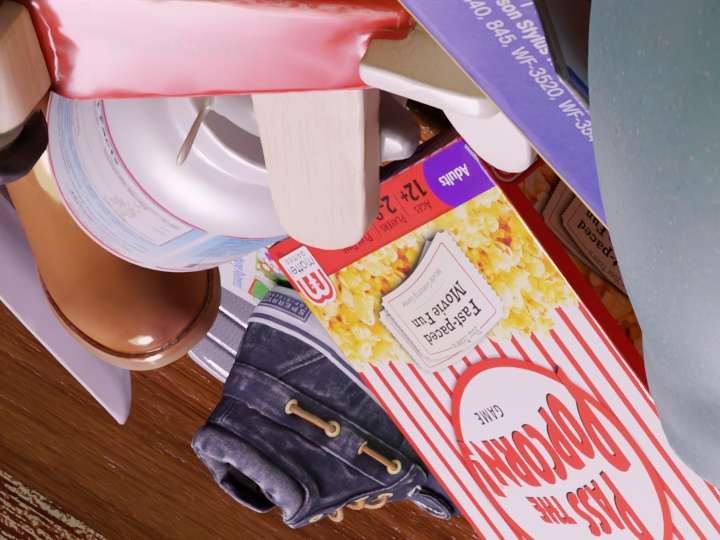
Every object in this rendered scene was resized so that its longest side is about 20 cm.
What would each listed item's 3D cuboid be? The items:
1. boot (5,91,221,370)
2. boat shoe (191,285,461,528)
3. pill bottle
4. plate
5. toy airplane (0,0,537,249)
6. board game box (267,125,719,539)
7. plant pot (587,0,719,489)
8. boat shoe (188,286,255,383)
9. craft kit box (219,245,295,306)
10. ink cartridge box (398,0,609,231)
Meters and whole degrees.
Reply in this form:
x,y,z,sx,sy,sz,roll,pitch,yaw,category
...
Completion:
x,y,z,sx,sy,sz,roll,pitch,yaw,category
-0.136,-0.061,1.214,0.200,0.074,0.155,55,175,39,boot
-0.011,0.091,1.395,0.071,0.091,0.200,20,163,40,boat shoe
-0.048,-0.062,1.057,0.109,0.109,0.200,34,166,-11,pill bottle
-0.186,-0.041,1.459,0.200,0.032,0.200,53,-177,-40,plate
-0.028,-0.099,0.857,0.199,0.142,0.200,30,135,-25,toy airplane
0.072,0.040,1.079,0.200,0.046,0.151,53,147,-5,board game box
0.125,-0.064,0.535,0.200,0.200,0.135,8,127,60,plant pot
-0.090,-0.010,1.468,0.200,0.072,0.062,43,179,-5,boat shoe
0.000,0.000,1.326,0.197,0.049,0.200,33,167,4,craft kit box
0.064,-0.053,0.716,0.047,0.201,0.198,-26,135,20,ink cartridge box
